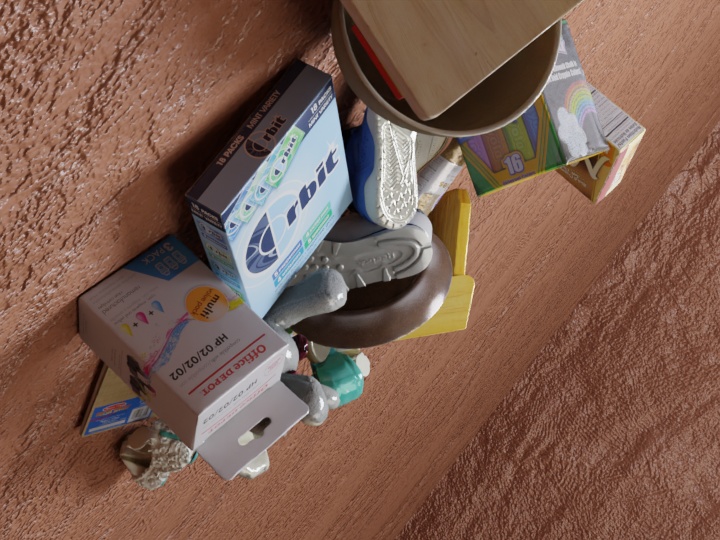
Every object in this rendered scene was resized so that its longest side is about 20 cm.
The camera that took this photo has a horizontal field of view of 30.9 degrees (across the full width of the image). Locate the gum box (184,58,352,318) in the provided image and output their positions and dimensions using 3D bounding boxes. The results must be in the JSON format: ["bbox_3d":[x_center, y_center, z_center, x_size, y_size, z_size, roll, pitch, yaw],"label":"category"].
[{"bbox_3d":[-0.078,-0.068,1.209,0.170,0.044,0.201,-53,158,-22],"label":"gum box"}]

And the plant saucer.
[{"bbox_3d":[0.000,0.000,1.416,0.200,0.199,0.032,-41,141,-24],"label":"plant saucer"}]

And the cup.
[{"bbox_3d":[0.054,-0.208,1.132,0.200,0.201,0.143,-44,-168,-15],"label":"cup"}]

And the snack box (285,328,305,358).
[{"bbox_3d":[-0.096,0.063,1.530,0.199,0.053,0.143,-25,153,-53],"label":"snack box"}]

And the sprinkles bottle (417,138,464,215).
[{"bbox_3d":[0.070,-0.105,1.556,0.201,0.068,0.068,-55,162,19],"label":"sprinkles bottle"}]

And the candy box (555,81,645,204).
[{"bbox_3d":[0.241,-0.187,1.580,0.055,0.200,0.116,-41,163,-23],"label":"candy box"}]

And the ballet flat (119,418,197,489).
[{"bbox_3d":[-0.232,0.196,1.450,0.072,0.072,0.200,-38,179,-31],"label":"ballet flat"}]

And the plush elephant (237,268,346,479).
[{"bbox_3d":[-0.091,0.115,1.316,0.198,0.166,0.155,-10,145,16],"label":"plush elephant"}]

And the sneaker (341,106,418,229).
[{"bbox_3d":[0.016,-0.151,1.332,0.076,0.111,0.202,-4,104,-31],"label":"sneaker"}]

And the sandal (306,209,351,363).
[{"bbox_3d":[-0.019,0.012,1.481,0.081,0.054,0.201,57,47,-42],"label":"sandal"}]

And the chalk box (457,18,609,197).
[{"bbox_3d":[0.171,-0.202,1.446,0.123,0.202,0.124,-19,-179,36],"label":"chalk box"}]

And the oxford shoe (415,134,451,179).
[{"bbox_3d":[0.045,-0.138,1.421,0.074,0.071,0.201,-26,152,-46],"label":"oxford shoe"}]

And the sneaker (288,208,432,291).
[{"bbox_3d":[-0.022,-0.025,1.384,0.081,0.198,0.077,-91,175,-57],"label":"sneaker"}]

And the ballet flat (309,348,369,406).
[{"bbox_3d":[-0.022,0.121,1.535,0.070,0.068,0.200,-19,-175,-3],"label":"ballet flat"}]

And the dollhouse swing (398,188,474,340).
[{"bbox_3d":[0.045,-0.001,1.661,0.180,0.178,0.200,-8,179,-15],"label":"dollhouse swing"}]

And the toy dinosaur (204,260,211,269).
[{"bbox_3d":[-0.142,0.004,1.302,0.088,0.047,0.201,-43,167,-41],"label":"toy dinosaur"}]

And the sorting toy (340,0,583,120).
[{"bbox_3d":[0.059,-0.253,1.022,0.198,0.201,0.070,-39,-169,-16],"label":"sorting toy"}]

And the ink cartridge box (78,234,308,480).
[{"bbox_3d":[-0.146,0.076,1.171,0.115,0.200,0.068,-38,161,-31],"label":"ink cartridge box"}]

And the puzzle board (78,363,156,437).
[{"bbox_3d":[-0.190,0.098,1.357,0.199,0.017,0.151,-13,144,-40],"label":"puzzle board"}]
